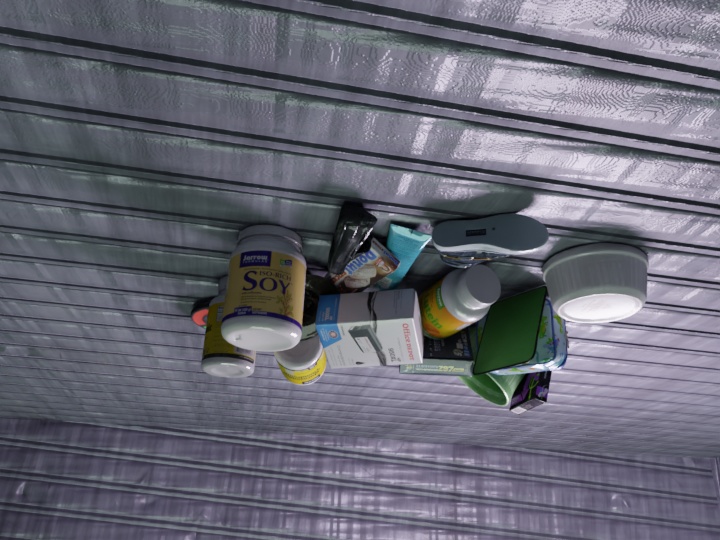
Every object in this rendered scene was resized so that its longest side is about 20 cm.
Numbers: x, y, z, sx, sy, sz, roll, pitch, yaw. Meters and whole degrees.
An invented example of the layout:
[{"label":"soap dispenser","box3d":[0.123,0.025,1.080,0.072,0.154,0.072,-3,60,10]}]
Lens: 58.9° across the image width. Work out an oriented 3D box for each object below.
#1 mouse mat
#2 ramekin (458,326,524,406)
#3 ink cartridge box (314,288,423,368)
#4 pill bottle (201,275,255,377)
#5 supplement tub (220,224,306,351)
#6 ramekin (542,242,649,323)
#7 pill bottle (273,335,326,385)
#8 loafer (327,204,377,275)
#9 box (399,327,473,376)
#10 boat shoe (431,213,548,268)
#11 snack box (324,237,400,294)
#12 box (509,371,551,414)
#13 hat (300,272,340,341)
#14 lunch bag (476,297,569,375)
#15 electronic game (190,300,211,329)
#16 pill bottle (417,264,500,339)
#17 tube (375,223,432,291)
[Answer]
[{"label":"mouse mat","box3d":[0.316,0.127,1.347,0.008,0.201,0.161,40,141,-22]},{"label":"ramekin","box3d":[0.313,0.233,1.587,0.200,0.098,0.200,39,162,15]},{"label":"ink cartridge box","box3d":[0.023,0.120,1.296,0.198,0.085,0.145,-5,133,11]},{"label":"pill bottle","box3d":[-0.272,0.118,1.359,0.110,0.201,0.111,2,155,1]},{"label":"supplement tub","box3d":[-0.173,0.034,1.166,0.144,0.201,0.146,1,156,1]},{"label":"ramekin","box3d":[0.460,0.033,1.241,0.201,0.095,0.203,1,156,1]},{"label":"pill bottle","box3d":[-0.136,0.201,1.479,0.111,0.113,0.200,1,155,2]},{"label":"loafer","box3d":[-0.017,-0.045,1.140,0.070,0.069,0.201,15,151,-4]},{"label":"box","box3d":[0.162,0.154,1.418,0.156,0.200,0.051,2,119,2]},{"label":"boat shoe","box3d":[0.229,-0.049,1.122,0.199,0.071,0.091,1,158,18]},{"label":"snack box","box3d":[0.000,0.000,1.248,0.072,0.024,0.200,42,147,-9]},{"label":"box","box3d":[0.431,0.245,1.583,0.036,0.201,0.143,22,153,-3]},{"label":"hat","box3d":[-0.141,0.056,1.345,0.199,0.081,0.202,-8,135,-8]},{"label":"lunch bag","box3d":[0.359,0.146,1.422,0.199,0.162,0.082,-17,155,39]},{"label":"electronic game","box3d":[-0.313,0.119,1.556,0.198,0.042,0.200,2,156,1]},{"label":"pill bottle","box3d":[0.197,0.063,1.307,0.110,0.112,0.200,12,154,-20]},{"label":"tube","box3d":[0.071,-0.024,1.212,0.077,0.051,0.200,11,151,-7]}]
